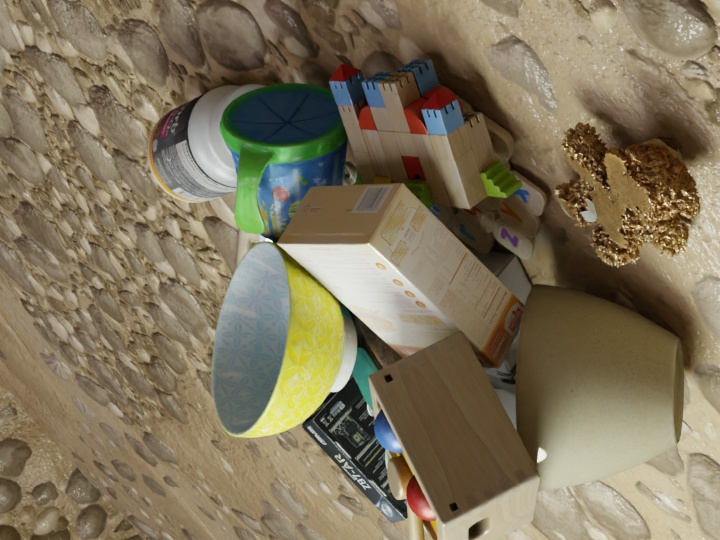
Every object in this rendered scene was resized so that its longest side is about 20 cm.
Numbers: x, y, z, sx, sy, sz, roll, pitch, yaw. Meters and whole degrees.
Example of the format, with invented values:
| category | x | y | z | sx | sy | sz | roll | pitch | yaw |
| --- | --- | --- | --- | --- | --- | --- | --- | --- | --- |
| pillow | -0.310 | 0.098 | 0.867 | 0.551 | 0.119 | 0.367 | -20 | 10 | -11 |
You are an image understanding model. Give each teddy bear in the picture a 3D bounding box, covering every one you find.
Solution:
| category | x | y | z | sx | sy | sz | roll | pitch | yaw |
| --- | --- | --- | --- | --- | --- | --- | --- | --- | --- |
| teddy bear | 0.236 | -0.068 | 1.389 | 0.145 | 0.067 | 0.201 | 46 | 163 | 21 |

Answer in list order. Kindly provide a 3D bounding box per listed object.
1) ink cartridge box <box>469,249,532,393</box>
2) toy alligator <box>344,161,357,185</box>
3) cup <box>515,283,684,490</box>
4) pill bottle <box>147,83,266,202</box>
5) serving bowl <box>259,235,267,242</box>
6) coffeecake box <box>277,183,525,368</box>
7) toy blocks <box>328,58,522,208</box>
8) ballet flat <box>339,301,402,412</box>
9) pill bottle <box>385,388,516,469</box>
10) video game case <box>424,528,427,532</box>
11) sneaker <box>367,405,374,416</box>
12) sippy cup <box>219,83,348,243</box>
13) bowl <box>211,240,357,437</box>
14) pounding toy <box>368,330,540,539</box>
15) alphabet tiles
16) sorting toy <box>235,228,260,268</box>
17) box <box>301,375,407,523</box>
| category | x | y | z | sx | sy | sz | roll | pitch | yaw |
| --- | --- | --- | --- | --- | --- | --- | --- | --- | --- |
| ink cartridge box | 0.137 | 0.078 | 1.714 | 0.146 | 0.086 | 0.201 | 9 | 135 | 51 |
| toy alligator | 0.000 | -0.056 | 1.766 | 0.059 | 0.054 | 0.201 | 47 | 150 | 30 |
| cup | 0.238 | 0.116 | 1.531 | 0.141 | 0.202 | 0.201 | 1 | 138 | 17 |
| pill bottle | -0.158 | -0.146 | 1.793 | 0.117 | 0.116 | 0.199 | 51 | 154 | -14 |
| serving bowl | -0.069 | 0.006 | 1.882 | 0.200 | 0.065 | 0.203 | 169 | 90 | -78 |
| coffeecake box | 0.042 | 0.006 | 1.526 | 0.200 | 0.073 | 0.153 | 43 | 157 | -29 |
| toy blocks | 0.050 | -0.137 | 1.504 | 0.199 | 0.100 | 0.138 | 11 | 127 | 50 |
| ballet flat | 0.012 | 0.083 | 1.667 | 0.201 | 0.067 | 0.068 | 61 | 138 | 40 |
| pill bottle | 0.109 | 0.186 | 1.689 | 0.111 | 0.111 | 0.200 | 46 | 155 | -3 |
| video game case | 0.174 | 0.228 | 1.772 | 0.023 | 0.181 | 0.200 | 56 | 155 | 3 |
| sneaker | 0.024 | 0.073 | 1.796 | 0.077 | 0.080 | 0.201 | 52 | -163 | -46 |
| sippy cup | -0.072 | -0.104 | 1.626 | 0.140 | 0.176 | 0.132 | 41 | 143 | 47 |
| bowl | -0.067 | 0.077 | 1.620 | 0.107 | 0.203 | 0.200 | 11 | 167 | -25 |
| pounding toy | 0.077 | 0.199 | 1.500 | 0.200 | 0.141 | 0.185 | 82 | 162 | -66 |
| alphabet tiles | 0.104 | -0.098 | 1.585 | 0.195 | 0.015 | 0.201 | 36 | 153 | 18 |
| sorting toy | -0.092 | 0.028 | 2.046 | 0.199 | 0.036 | 0.186 | 39 | 154 | 14 |
| box | 0.053 | 0.166 | 1.841 | 0.160 | 0.200 | 0.043 | 46 | 155 | -5 |
